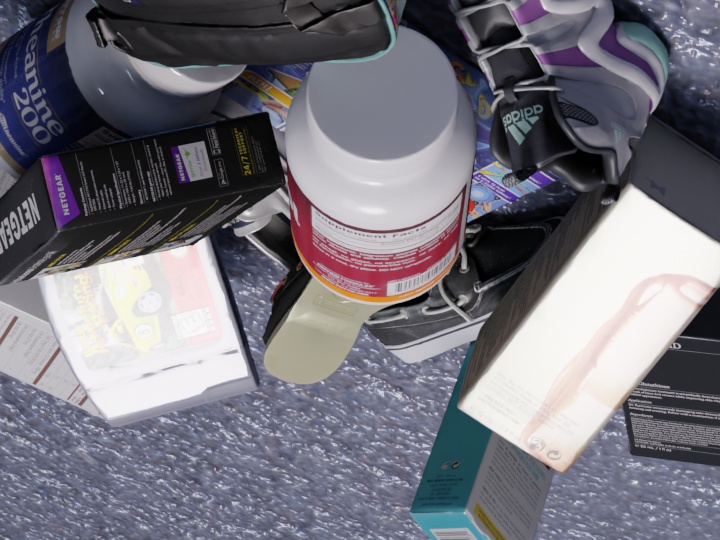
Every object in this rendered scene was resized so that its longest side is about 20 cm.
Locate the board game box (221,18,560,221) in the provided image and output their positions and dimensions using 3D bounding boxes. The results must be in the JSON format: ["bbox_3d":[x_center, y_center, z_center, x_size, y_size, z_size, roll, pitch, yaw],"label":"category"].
[{"bbox_3d":[0.020,-0.102,1.363,0.199,0.035,0.135,32,149,-23],"label":"board game box"}]

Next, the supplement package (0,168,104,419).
[{"bbox_3d":[-0.238,0.014,1.638,0.199,0.118,0.117,25,149,-12],"label":"supplement package"}]

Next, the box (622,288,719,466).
[{"bbox_3d":[0.277,0.066,1.431,0.198,0.079,0.142,6,142,20],"label":"box"}]

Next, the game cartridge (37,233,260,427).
[{"bbox_3d":[-0.162,0.014,1.538,0.132,0.041,0.201,-14,112,7],"label":"game cartridge"}]

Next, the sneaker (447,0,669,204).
[{"bbox_3d":[0.091,-0.112,1.192,0.199,0.141,0.078,34,148,-26],"label":"sneaker"}]

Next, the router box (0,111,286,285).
[{"bbox_3d":[-0.149,-0.042,1.344,0.148,0.051,0.200,-13,175,-23],"label":"router box"}]

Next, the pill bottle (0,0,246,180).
[{"bbox_3d":[-0.155,-0.127,1.350,0.111,0.112,0.199,34,148,-25],"label":"pill bottle"}]

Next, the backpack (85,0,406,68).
[{"bbox_3d":[-0.061,-0.194,1.131,0.199,0.154,0.176,12,154,34],"label":"backpack"}]

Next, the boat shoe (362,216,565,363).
[{"bbox_3d":[0.071,0.002,1.470,0.068,0.074,0.199,36,145,-25],"label":"boat shoe"}]

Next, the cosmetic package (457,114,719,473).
[{"bbox_3d":[0.152,0.016,1.325,0.087,0.104,0.200,32,123,-4],"label":"cosmetic package"}]

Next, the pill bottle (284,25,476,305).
[{"bbox_3d":[0.012,-0.063,1.254,0.112,0.114,0.200,16,160,6],"label":"pill bottle"}]

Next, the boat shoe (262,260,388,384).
[{"bbox_3d":[-0.002,-0.001,1.442,0.073,0.063,0.201,24,134,-21],"label":"boat shoe"}]

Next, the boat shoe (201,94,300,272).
[{"bbox_3d":[-0.073,-0.055,1.470,0.200,0.066,0.073,37,147,-30],"label":"boat shoe"}]

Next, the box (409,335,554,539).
[{"bbox_3d":[0.101,0.106,1.470,0.049,0.201,0.082,-6,138,36],"label":"box"}]
